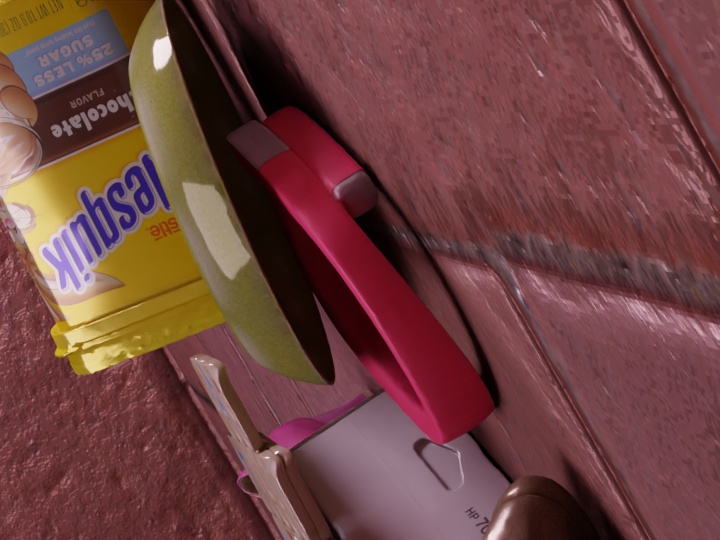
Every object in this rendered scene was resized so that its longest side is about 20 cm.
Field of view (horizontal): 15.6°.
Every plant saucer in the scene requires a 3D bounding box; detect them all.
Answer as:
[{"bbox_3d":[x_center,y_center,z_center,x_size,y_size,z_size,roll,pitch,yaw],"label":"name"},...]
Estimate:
[{"bbox_3d":[-0.065,-0.033,1.234,0.200,0.031,0.201,-24,-90,-86],"label":"plant saucer"}]

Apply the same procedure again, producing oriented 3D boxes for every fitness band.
[{"bbox_3d":[0.000,0.000,1.195,0.144,0.037,0.200,60,174,-30],"label":"fitness band"}]

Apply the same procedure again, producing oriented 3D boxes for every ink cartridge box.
[{"bbox_3d":[0.054,0.175,1.332,0.147,0.086,0.200,50,169,51],"label":"ink cartridge box"}]

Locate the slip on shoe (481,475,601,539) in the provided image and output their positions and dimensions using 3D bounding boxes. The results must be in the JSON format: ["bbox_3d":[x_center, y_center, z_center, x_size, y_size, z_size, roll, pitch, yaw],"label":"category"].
[{"bbox_3d":[0.090,0.156,1.138,0.200,0.076,0.061,56,-142,-53],"label":"slip on shoe"}]

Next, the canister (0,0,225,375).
[{"bbox_3d":[-0.134,-0.062,1.392,0.201,0.148,0.087,63,-153,-12],"label":"canister"}]

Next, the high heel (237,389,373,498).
[{"bbox_3d":[-0.009,0.121,1.482,0.068,0.096,0.200,62,172,-22],"label":"high heel"}]

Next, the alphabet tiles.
[{"bbox_3d":[-0.029,0.127,1.319,0.196,0.015,0.200,61,173,-4],"label":"alphabet tiles"}]
